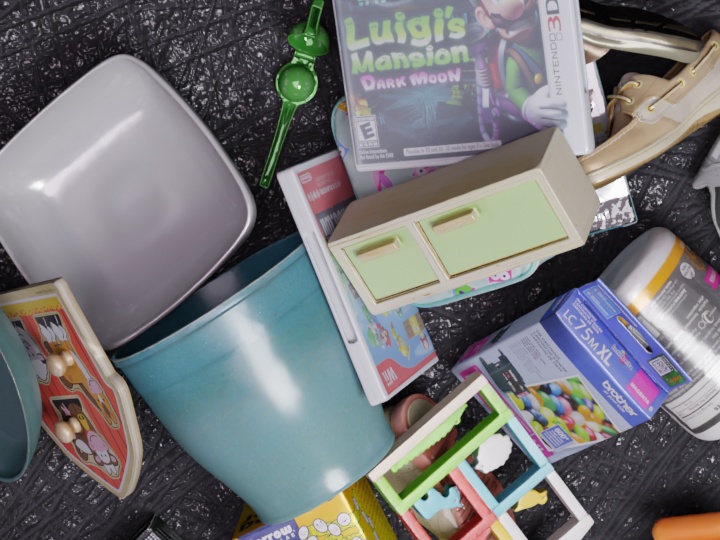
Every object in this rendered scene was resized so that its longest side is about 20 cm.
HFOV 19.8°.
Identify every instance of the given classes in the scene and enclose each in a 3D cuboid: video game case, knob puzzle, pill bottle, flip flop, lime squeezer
[{"bbox_3d":[0.077,-0.174,1.608,0.198,0.023,0.183,-3,102,23],"label":"video game case"},{"bbox_3d":[-0.250,0.108,1.732,0.030,0.219,0.221,-33,100,-31],"label":"knob puzzle"},{"bbox_3d":[0.285,0.068,1.715,0.200,0.116,0.116,41,102,-6],"label":"pill bottle"},{"bbox_3d":[0.172,-0.186,1.644,0.198,0.081,0.058,12,117,-4],"label":"flip flop"},{"bbox_3d":[-0.049,-0.161,1.717,0.037,0.071,0.201,8,133,-14],"label":"lime squeezer"},{"bbox_3d":[0.000,0.000,1.695,0.017,0.143,0.201,-21,93,22],"label":"video game case"}]

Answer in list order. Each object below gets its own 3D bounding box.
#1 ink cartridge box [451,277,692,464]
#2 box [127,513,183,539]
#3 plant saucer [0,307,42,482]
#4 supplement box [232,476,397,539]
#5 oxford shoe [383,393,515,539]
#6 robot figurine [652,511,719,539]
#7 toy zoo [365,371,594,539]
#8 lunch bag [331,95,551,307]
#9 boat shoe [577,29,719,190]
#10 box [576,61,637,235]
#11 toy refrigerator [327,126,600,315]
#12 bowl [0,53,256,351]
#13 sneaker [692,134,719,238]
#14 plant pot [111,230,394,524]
[{"bbox_3d":[0.171,0.087,1.703,0.119,0.042,0.200,48,143,-6],"label":"ink cartridge box"},{"bbox_3d":[-0.180,0.354,1.844,0.200,0.048,0.193,45,104,-6],"label":"box"},{"bbox_3d":[-0.325,0.082,1.749,0.036,0.199,0.201,-28,102,-33],"label":"plant saucer"},{"bbox_3d":[-0.015,0.280,1.784,0.108,0.110,0.201,-26,99,9],"label":"supplement box"},{"bbox_3d":[0.072,0.197,1.794,0.074,0.071,0.201,-21,106,39],"label":"oxford shoe"},{"bbox_3d":[0.307,0.281,1.760,0.199,0.117,0.144,-21,140,8],"label":"robot figurine"},{"bbox_3d":[0.110,0.203,1.744,0.131,0.020,0.200,-39,105,-9],"label":"toy zoo"},{"bbox_3d":[0.078,-0.075,1.695,0.159,0.077,0.201,-18,99,30],"label":"lunch bag"},{"bbox_3d":[0.233,-0.130,1.671,0.199,0.074,0.069,-33,92,-27],"label":"boat shoe"},{"bbox_3d":[0.166,-0.129,1.714,0.082,0.049,0.202,-14,101,7],"label":"box"},{"bbox_3d":[0.079,-0.035,1.611,0.199,0.070,0.076,-18,116,31],"label":"toy refrigerator"},{"bbox_3d":[-0.196,-0.056,1.726,0.199,0.075,0.200,-40,81,10],"label":"bowl"},{"bbox_3d":[0.364,-0.039,1.715,0.199,0.075,0.116,36,107,6],"label":"sneaker"},{"bbox_3d":[-0.073,0.097,1.699,0.199,0.200,0.189,-31,97,10],"label":"plant pot"}]
